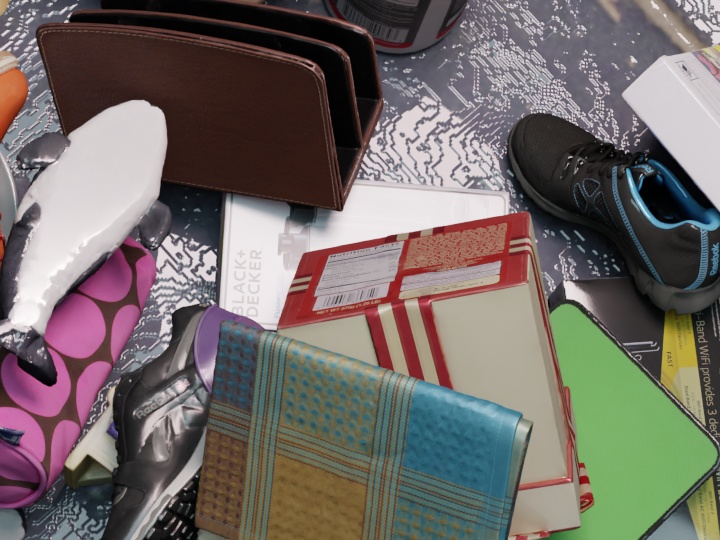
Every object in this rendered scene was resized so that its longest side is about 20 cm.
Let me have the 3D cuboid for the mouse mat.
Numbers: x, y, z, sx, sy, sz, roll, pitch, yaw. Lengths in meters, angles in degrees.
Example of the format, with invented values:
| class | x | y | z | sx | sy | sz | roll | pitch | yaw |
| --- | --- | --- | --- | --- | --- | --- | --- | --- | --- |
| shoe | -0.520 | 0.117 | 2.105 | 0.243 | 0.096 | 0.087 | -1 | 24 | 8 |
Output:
| class | x | y | z | sx | sy | sz | roll | pitch | yaw |
| --- | --- | --- | --- | --- | --- | --- | --- | --- | --- |
| mouse mat | 0.124 | 0.138 | 1.425 | 0.200 | 0.008 | 0.161 | -45 | 70 | 3 |

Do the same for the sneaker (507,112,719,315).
| class | x | y | z | sx | sy | sz | roll | pitch | yaw |
| --- | --- | --- | --- | --- | --- | --- | --- | --- | --- |
| sneaker | 0.182 | -0.060 | 1.464 | 0.073 | 0.082 | 0.200 | -31 | 56 | -27 |

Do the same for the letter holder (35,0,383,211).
| class | x | y | z | sx | sy | sz | roll | pitch | yaw |
| --- | --- | --- | --- | --- | --- | --- | --- | --- | --- |
| letter holder | -0.099 | -0.136 | 1.404 | 0.199 | 0.142 | 0.101 | 9 | 53 | 16 |

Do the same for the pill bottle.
| class | x | y | z | sx | sy | sz | roll | pitch | yaw |
| --- | --- | --- | --- | --- | --- | --- | --- | --- | --- |
| pill bottle | 0.037 | -0.235 | 1.456 | 0.110 | 0.200 | 0.111 | 2 | 74 | -7 |

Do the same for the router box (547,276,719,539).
| class | x | y | z | sx | sy | sz | roll | pitch | yaw |
| --- | --- | --- | --- | --- | --- | --- | --- | --- | --- |
| router box | 0.221 | 0.103 | 1.465 | 0.157 | 0.052 | 0.201 | -3 | 75 | -8 |

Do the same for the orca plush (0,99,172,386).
| class | x | y | z | sx | sy | sz | roll | pitch | yaw |
| --- | --- | --- | --- | --- | --- | --- | --- | --- | --- |
| orca plush | -0.180 | -0.015 | 1.348 | 0.105 | 0.071 | 0.201 | 15 | 62 | -10 |

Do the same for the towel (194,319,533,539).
| class | x | y | z | sx | sy | sz | roll | pitch | yaw |
| --- | --- | --- | --- | --- | --- | --- | --- | --- | --- |
| towel | -0.002 | 0.121 | 1.250 | 0.199 | 0.022 | 0.147 | 18 | 114 | 19 |

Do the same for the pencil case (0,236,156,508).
| class | x | y | z | sx | sy | sz | roll | pitch | yaw |
| --- | --- | --- | --- | --- | --- | --- | --- | --- | --- |
| pencil case | -0.207 | 0.053 | 1.377 | 0.094 | 0.091 | 0.200 | 38 | 47 | -17 |

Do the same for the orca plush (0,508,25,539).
| class | x | y | z | sx | sy | sz | roll | pitch | yaw |
| --- | --- | --- | --- | --- | --- | --- | --- | --- | --- |
| orca plush | -0.322 | 0.188 | 1.380 | 0.200 | 0.071 | 0.105 | -34 | 126 | -9 |

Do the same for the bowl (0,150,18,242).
| class | x | y | z | sx | sy | sz | roll | pitch | yaw |
| --- | --- | --- | --- | --- | --- | --- | --- | --- | --- |
| bowl | -0.326 | -0.020 | 1.414 | 0.200 | 0.090 | 0.202 | 2 | 75 | -6 |

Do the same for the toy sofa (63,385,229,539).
| class | x | y | z | sx | sy | sz | roll | pitch | yaw |
| --- | --- | --- | --- | --- | --- | --- | --- | --- | --- |
| toy sofa | -0.094 | 0.154 | 1.399 | 0.200 | 0.083 | 0.098 | 37 | 75 | 4 |

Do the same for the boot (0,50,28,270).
| class | x | y | z | sx | sy | sz | roll | pitch | yaw |
| --- | --- | --- | --- | --- | --- | --- | --- | --- | --- |
| boot | -0.253 | -0.040 | 1.349 | 0.107 | 0.075 | 0.200 | 32 | 82 | -1 |

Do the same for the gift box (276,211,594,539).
| class | x | y | z | sx | sy | sz | roll | pitch | yaw |
| --- | --- | --- | --- | --- | --- | --- | --- | --- | --- |
| gift box | 0.041 | 0.089 | 1.329 | 0.184 | 0.200 | 0.187 | -9 | 108 | 13 |

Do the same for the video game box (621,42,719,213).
| class | x | y | z | sx | sy | sz | roll | pitch | yaw |
| --- | --- | --- | --- | --- | --- | --- | --- | --- | --- |
| video game box | 0.278 | -0.066 | 1.458 | 0.047 | 0.182 | 0.200 | -42 | 81 | 24 |

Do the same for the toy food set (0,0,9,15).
| class | x | y | z | sx | sy | sz | roll | pitch | yaw |
| --- | --- | --- | --- | --- | --- | --- | --- | --- | --- |
| toy food set | -0.351 | -0.192 | 1.432 | 0.197 | 0.049 | 0.200 | -19 | 46 | -23 |

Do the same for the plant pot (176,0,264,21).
| class | x | y | z | sx | sy | sz | roll | pitch | yaw |
| --- | --- | --- | --- | --- | --- | --- | --- | --- | --- |
| plant pot | -0.119 | -0.263 | 1.469 | 0.200 | 0.200 | 0.175 | -43 | 102 | -15 |

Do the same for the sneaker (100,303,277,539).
| class | x | y | z | sx | sy | sz | roll | pitch | yaw |
| --- | --- | --- | --- | --- | --- | --- | --- | --- | --- |
| sneaker | -0.128 | 0.112 | 1.338 | 0.087 | 0.076 | 0.200 | 25 | 67 | 18 |

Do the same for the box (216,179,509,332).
| class | x | y | z | sx | sy | sz | roll | pitch | yaw |
| --- | --- | --- | --- | --- | --- | --- | --- | --- | --- |
| box | 0.000 | 0.000 | 1.462 | 0.199 | 0.060 | 0.117 | 5 | 74 | -5 |
